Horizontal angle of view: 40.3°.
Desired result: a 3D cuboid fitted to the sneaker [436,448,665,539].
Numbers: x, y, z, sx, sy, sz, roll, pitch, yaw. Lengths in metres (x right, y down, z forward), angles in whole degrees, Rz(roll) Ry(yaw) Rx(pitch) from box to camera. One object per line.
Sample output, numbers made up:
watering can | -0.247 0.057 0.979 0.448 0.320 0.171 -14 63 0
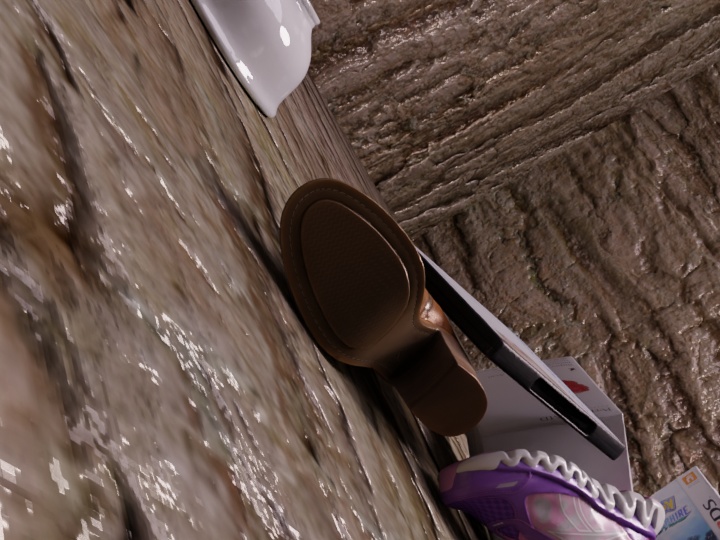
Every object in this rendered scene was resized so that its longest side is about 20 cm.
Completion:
sneaker | 0.140 0.190 0.702 0.199 0.080 0.089 24 59 -25

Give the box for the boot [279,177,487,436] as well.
boot | 0.000 0.000 0.617 0.200 0.077 0.156 46 5 -32

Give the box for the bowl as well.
bowl | -0.099 -0.254 0.929 0.203 0.090 0.201 60 5 -9

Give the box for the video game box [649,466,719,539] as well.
video game box | 0.249 0.282 0.828 0.047 0.199 0.182 50 8 -20

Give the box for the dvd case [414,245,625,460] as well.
dvd case | 0.108 0.057 0.721 0.200 0.018 0.143 39 7 -43

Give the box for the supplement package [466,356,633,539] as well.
supplement package | 0.161 0.164 0.879 0.200 0.120 0.121 -90 171 -82
